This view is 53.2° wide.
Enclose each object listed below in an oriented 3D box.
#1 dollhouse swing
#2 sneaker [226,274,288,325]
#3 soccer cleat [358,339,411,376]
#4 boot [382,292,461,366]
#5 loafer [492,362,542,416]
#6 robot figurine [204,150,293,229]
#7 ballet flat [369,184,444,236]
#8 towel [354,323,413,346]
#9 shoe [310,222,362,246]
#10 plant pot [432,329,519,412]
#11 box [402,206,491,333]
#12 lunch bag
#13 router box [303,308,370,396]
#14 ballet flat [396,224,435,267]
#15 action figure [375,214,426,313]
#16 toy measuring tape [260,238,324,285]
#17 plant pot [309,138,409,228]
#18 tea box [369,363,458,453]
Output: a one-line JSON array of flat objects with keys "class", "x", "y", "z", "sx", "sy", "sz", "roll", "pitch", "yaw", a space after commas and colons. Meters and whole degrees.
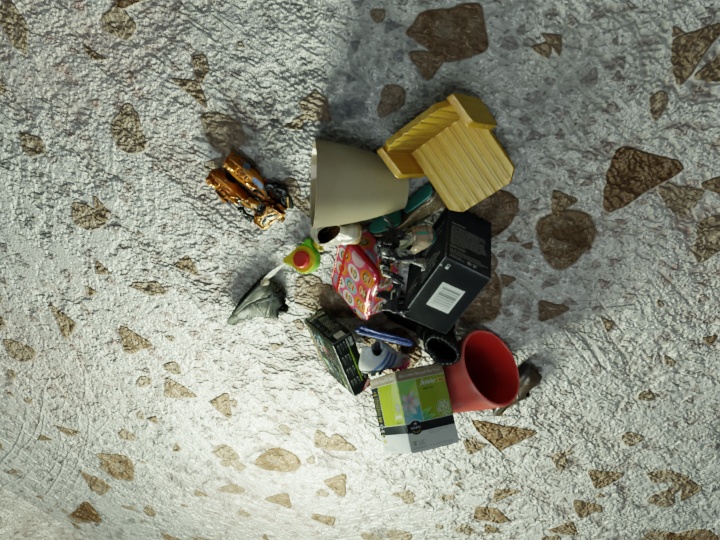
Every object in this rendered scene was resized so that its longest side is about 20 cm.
[{"class": "dollhouse swing", "x": 0.180, "y": -0.218, "z": 1.440, "sx": 0.200, "sy": 0.182, "sz": 0.176, "roll": -31, "pitch": 80, "yaw": 32}, {"class": "sneaker", "x": -0.265, "y": 0.105, "z": 1.881, "sx": 0.114, "sy": 0.076, "sz": 0.199, "roll": 41, "pitch": 121, "yaw": -13}, {"class": "soccer cleat", "x": 0.070, "y": 0.220, "z": 1.866, "sx": 0.070, "sy": 0.200, "sz": 0.087, "roll": 3, "pitch": 93, "yaw": 36}, {"class": "boot", "x": 0.148, "y": 0.141, "z": 1.759, "sx": 0.211, "sy": 0.158, "sz": 0.080, "roll": 19, "pitch": 119, "yaw": -6}, {"class": "loafer", "x": 0.417, "y": 0.331, "z": 1.918, "sx": 0.071, "sy": 0.073, "sz": 0.200, "roll": 24, "pitch": 131, "yaw": -6}, {"class": "robot figurine", "x": -0.253, "y": -0.173, "z": 1.656, "sx": 0.200, "sy": 0.058, "sz": 0.145, "roll": 42, "pitch": 127, "yaw": -21}, {"class": "ballet flat", "x": 0.109, "y": -0.121, "z": 1.618, "sx": 0.200, "sy": 0.071, "sz": 0.065, "roll": -29, "pitch": 135, "yaw": 35}, {"class": "towel", "x": 0.057, "y": 0.165, "z": 1.817, "sx": 0.144, "sy": 0.024, "sz": 0.200, "roll": 15, "pitch": 174, "yaw": -1}, {"class": "shoe", "x": -0.069, "y": -0.090, "z": 1.628, "sx": 0.053, "sy": 0.070, "sz": 0.200, "roll": 0, "pitch": -178, "yaw": -32}, {"class": "plant pot", "x": 0.275, "y": 0.274, "z": 1.838, "sx": 0.200, "sy": 0.201, "sz": 0.177, "roll": 37, "pitch": 137, "yaw": -18}, {"class": "box", "x": 0.195, "y": -0.005, "z": 1.602, "sx": 0.117, "sy": 0.200, "sz": 0.197, "roll": 24, "pitch": 131, "yaw": -11}, {"class": "lunch bag", "x": 0.000, "y": 0.000, "z": 1.692, "sx": 0.176, "sy": 0.082, "sz": 0.200, "roll": 49, "pitch": 148, "yaw": 26}, {"class": "router box", "x": -0.059, "y": 0.214, "z": 1.881, "sx": 0.150, "sy": 0.062, "sz": 0.200, "roll": 33, "pitch": 150, "yaw": 48}, {"class": "ballet flat", "x": 0.094, "y": -0.057, "z": 1.638, "sx": 0.067, "sy": 0.068, "sz": 0.200, "roll": -2, "pitch": 160, "yaw": -27}, {"class": "action figure", "x": 0.082, "y": -0.017, "z": 1.538, "sx": 0.102, "sy": 0.119, "sz": 0.201, "roll": -1, "pitch": 106, "yaw": -7}, {"class": "toy measuring tape", "x": -0.158, "y": -0.004, "z": 1.754, "sx": 0.200, "sy": 0.074, "sz": 0.074, "roll": -39, "pitch": 113, "yaw": 21}, {"class": "plant pot", "x": -0.003, "y": -0.181, "z": 1.533, "sx": 0.199, "sy": 0.188, "sz": 0.188, "roll": 2, "pitch": 131, "yaw": -8}, {"class": "tea box", "x": 0.129, "y": 0.345, "z": 1.790, "sx": 0.133, "sy": 0.197, "sz": 0.200, "roll": -9, "pitch": 170, "yaw": -19}]
